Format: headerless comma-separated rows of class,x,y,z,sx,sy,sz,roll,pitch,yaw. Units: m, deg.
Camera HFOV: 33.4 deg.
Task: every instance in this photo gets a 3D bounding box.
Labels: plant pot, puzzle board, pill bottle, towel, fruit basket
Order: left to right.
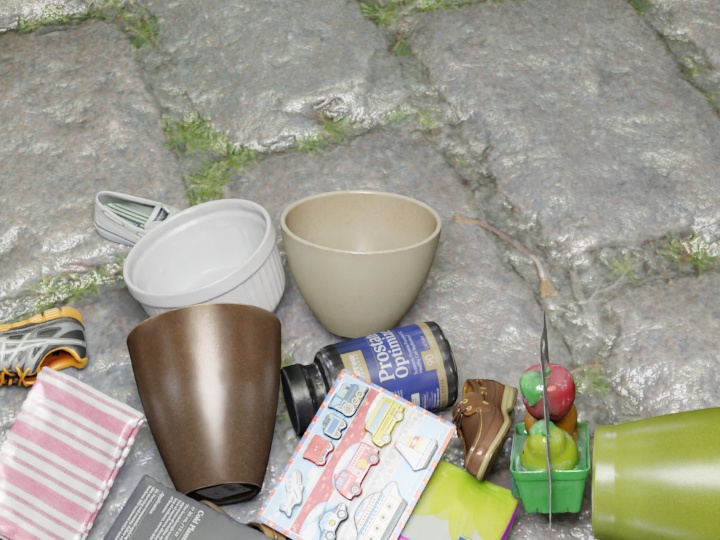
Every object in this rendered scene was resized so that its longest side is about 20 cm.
towel,-0.355,0.226,1.391,0.146,0.030,0.200,22,78,15
plant pot,-0.173,0.166,1.407,0.187,0.187,0.200,-7,65,-7
puzzle board,-0.004,0.226,1.345,0.151,0.017,0.200,25,71,17
pill bottle,0.009,0.136,1.461,0.200,0.112,0.112,-13,53,-12
fruit basket,0.206,0.164,1.354,0.094,0.200,0.185,-9,16,12
plant pot,0.360,0.242,1.352,0.193,0.200,0.200,1,51,15

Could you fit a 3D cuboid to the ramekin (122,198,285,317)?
ramekin,-0.190,0.008,1.527,0.200,0.105,0.200,-14,34,10

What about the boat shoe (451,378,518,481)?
boat shoe,0.138,0.183,1.409,0.068,0.072,0.200,23,21,4

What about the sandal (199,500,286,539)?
sandal,-0.101,0.317,1.342,0.200,0.082,0.055,23,38,18

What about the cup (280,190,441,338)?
cup,0.000,0.000,1.520,0.200,0.143,0.200,0,25,0

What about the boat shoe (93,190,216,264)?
boat shoe,-0.275,-0.057,1.634,0.200,0.067,0.074,12,53,8

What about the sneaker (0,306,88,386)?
sneaker,-0.434,0.111,1.495,0.200,0.078,0.077,-22,61,-18

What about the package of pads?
package of pads,0.066,0.286,1.372,0.200,0.068,0.155,22,55,15

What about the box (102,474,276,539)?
box,-0.189,0.347,1.230,0.182,0.104,0.200,23,62,17
